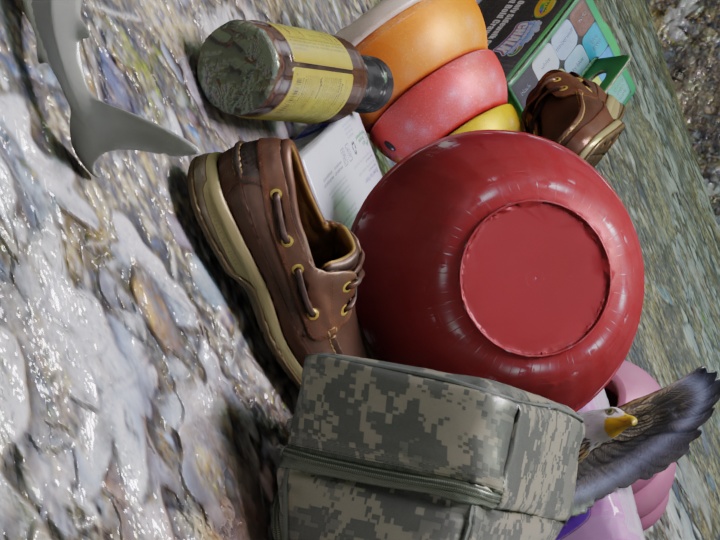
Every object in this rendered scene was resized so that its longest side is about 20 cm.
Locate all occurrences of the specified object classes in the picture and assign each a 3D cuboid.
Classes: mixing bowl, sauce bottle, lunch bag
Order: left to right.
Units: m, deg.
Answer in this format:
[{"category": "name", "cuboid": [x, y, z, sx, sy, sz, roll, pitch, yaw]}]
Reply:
[{"category": "sauce bottle", "cuboid": [-0.036, -0.128, 1.488, 0.200, 0.065, 0.065, 2, 68, -65]}, {"category": "lunch bag", "cuboid": [0.033, 0.144, 1.269, 0.200, 0.139, 0.168, 26, 72, -69]}, {"category": "mixing bowl", "cuboid": [0.096, 0.007, 1.394, 0.108, 0.200, 0.200, 175, -107, -80]}]

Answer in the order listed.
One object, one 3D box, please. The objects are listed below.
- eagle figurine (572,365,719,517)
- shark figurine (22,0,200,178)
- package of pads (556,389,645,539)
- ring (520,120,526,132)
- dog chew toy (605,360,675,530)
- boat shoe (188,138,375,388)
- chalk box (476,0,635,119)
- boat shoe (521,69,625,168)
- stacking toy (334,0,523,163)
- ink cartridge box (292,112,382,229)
[{"category": "eagle figurine", "cuboid": [0.141, 0.103, 1.525, 0.200, 0.151, 0.152, -47, 142, -42]}, {"category": "shark figurine", "cuboid": [-0.139, -0.158, 1.182, 0.128, 0.089, 0.215, 52, 21, -44]}, {"category": "package of pads", "cuboid": [0.136, 0.164, 1.629, 0.076, 0.120, 0.200, 43, 30, -58]}, {"category": "ring", "cuboid": [0.109, -0.097, 1.796, 0.019, 0.200, 0.200, -63, 147, -14]}, {"category": "dog chew toy", "cuboid": [0.215, 0.160, 1.922, 0.200, 0.124, 0.125, 61, 15, -52]}, {"category": "boat shoe", "cuboid": [-0.029, 0.007, 1.338, 0.072, 0.068, 0.200, -88, 153, -57]}, {"category": "chalk box", "cuboid": [0.138, -0.158, 1.865, 0.125, 0.200, 0.124, -51, 131, -23]}, {"category": "boat shoe", "cuboid": [0.146, -0.104, 1.622, 0.068, 0.072, 0.200, 40, 15, -3]}, {"category": "stacking toy", "cuboid": [0.070, -0.101, 1.627, 0.200, 0.146, 0.146, 55, 12, 13]}, {"category": "ink cartridge box", "cuboid": [0.000, 0.000, 1.529, 0.200, 0.041, 0.200, -52, 120, -73]}]
